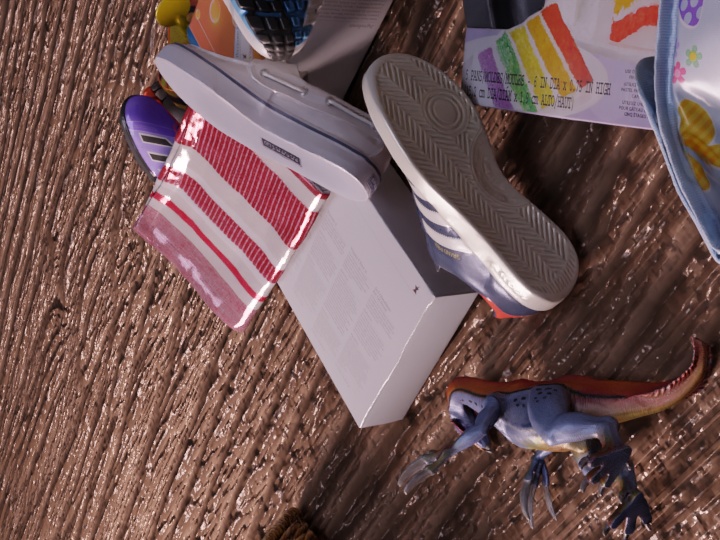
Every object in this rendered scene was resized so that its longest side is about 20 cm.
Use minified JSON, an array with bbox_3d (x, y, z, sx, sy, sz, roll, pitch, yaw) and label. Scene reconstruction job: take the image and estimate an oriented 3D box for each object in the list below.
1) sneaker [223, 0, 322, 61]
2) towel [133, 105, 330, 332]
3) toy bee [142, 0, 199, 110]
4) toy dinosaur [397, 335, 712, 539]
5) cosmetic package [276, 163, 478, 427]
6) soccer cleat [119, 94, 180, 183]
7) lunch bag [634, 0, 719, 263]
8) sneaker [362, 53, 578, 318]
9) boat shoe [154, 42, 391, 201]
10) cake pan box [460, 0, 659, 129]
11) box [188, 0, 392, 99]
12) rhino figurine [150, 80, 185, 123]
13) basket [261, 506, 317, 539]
[{"bbox_3d":[-0.084,-0.223,0.784,0.087,0.074,0.202,-58,43,49],"label":"sneaker"},{"bbox_3d":[-0.117,-0.050,0.915,0.144,0.023,0.201,44,135,7],"label":"towel"},{"bbox_3d":[-0.159,-0.202,0.997,0.202,0.107,0.132,-102,-8,-46],"label":"toy bee"},{"bbox_3d":[0.126,0.103,0.713,0.200,0.105,0.182,-46,34,3],"label":"toy dinosaur"},{"bbox_3d":[0.000,0.000,0.865,0.201,0.051,0.152,58,139,33],"label":"cosmetic package"},{"bbox_3d":[-0.140,-0.087,0.980,0.073,0.068,0.201,-23,112,37],"label":"soccer cleat"},{"bbox_3d":[0.210,-0.099,0.454,0.126,0.168,0.204,15,107,51],"label":"lunch bag"},{"bbox_3d":[0.059,-0.050,0.719,0.201,0.074,0.084,56,152,4],"label":"sneaker"},{"bbox_3d":[-0.063,-0.127,0.816,0.198,0.066,0.074,32,163,3],"label":"boat shoe"},{"bbox_3d":[0.141,-0.185,0.643,0.199,0.052,0.188,22,110,52],"label":"cake pan box"},{"bbox_3d":[-0.049,-0.236,0.863,0.125,0.096,0.201,59,138,29],"label":"box"},{"bbox_3d":[-0.177,-0.089,1.096,0.087,0.059,0.203,31,128,53],"label":"rhino figurine"},{"bbox_3d":[-0.096,0.348,0.967,0.149,0.141,0.203,41,126,43],"label":"basket"}]
